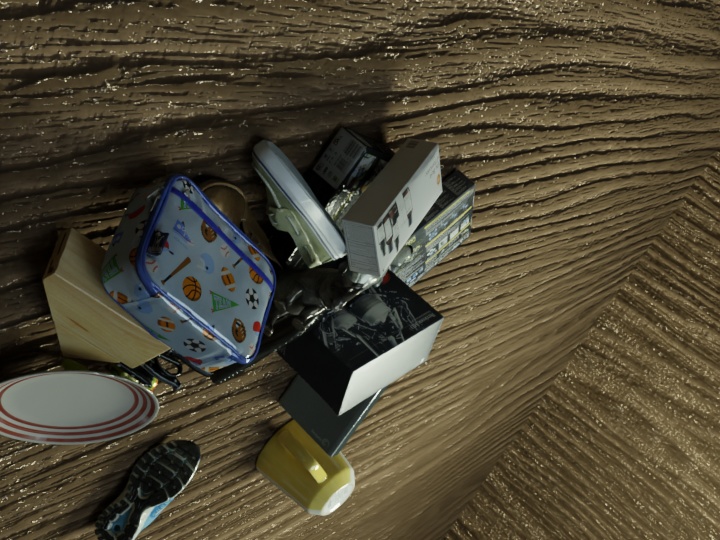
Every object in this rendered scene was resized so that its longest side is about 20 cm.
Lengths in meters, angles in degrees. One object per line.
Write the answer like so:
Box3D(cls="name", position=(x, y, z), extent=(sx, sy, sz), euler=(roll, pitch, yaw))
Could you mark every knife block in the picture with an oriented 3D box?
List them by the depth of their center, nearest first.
Box3D(cls="knife block", position=(-0.232, 0.050, 0.968), extent=(0.200, 0.175, 0.064), euler=(99, -4, -50))

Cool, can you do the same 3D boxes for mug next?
Box3D(cls="mug", position=(-0.100, 0.373, 1.681), extent=(0.150, 0.153, 0.186), euler=(-55, 155, 16))

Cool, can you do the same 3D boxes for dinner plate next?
Box3D(cls="dinner plate", position=(-0.331, 0.151, 1.030), extent=(0.199, 0.024, 0.200), euler=(-7, 150, -4))

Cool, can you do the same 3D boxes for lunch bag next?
Box3D(cls="lunch bag", position=(-0.175, -0.001, 0.960), extent=(0.200, 0.075, 0.161), euler=(50, 40, -36))

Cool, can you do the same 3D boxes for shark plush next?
Box3D(cls="shark plush", position=(0.000, 0.000, 1.317), extent=(0.091, 0.083, 0.200), euler=(42, 64, -41))

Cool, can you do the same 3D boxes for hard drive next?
Box3D(cls="hard drive", position=(-0.037, 0.194, 1.534), extent=(0.200, 0.140, 0.033), euler=(-56, 155, 16))

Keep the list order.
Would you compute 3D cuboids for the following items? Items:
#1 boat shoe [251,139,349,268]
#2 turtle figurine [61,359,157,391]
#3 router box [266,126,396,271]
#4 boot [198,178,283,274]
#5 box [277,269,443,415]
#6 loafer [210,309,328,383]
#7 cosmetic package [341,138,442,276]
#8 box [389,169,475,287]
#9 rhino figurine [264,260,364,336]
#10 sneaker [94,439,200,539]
Box3D(cls="boat shoe", position=(-0.081, -0.072, 1.101), extent=(0.062, 0.072, 0.200), euler=(-33, 130, 4))
Box3D(cls="turtle figurine", position=(-0.294, 0.130, 1.106), extent=(0.200, 0.064, 0.161), euler=(-46, 155, 0))
Box3D(cls="router box", position=(-0.033, -0.087, 1.231), extent=(0.200, 0.051, 0.149), euler=(-54, 157, 13))
Box3D(cls="boot", position=(-0.144, -0.044, 1.086), extent=(0.074, 0.075, 0.200), euler=(-44, 154, -4))
Box3D(cls="box", position=(-0.013, 0.085, 1.363), extent=(0.200, 0.182, 0.104), euler=(-28, 149, -38))
Box3D(cls="loafer", position=(-0.135, 0.081, 1.238), extent=(0.200, 0.071, 0.073), euler=(-32, 176, 9))
Box3D(cls="cosmetic package", position=(0.047, -0.086, 1.185), extent=(0.200, 0.050, 0.083), euler=(-54, 147, -41))
Box3D(cls="box", position=(0.106, -0.054, 1.515), extent=(0.200, 0.049, 0.161), euler=(-40, 156, -18))
Box3D(cls="rhino figurine", position=(-0.066, 0.030, 1.133), extent=(0.087, 0.200, 0.060), euler=(-50, 116, -35))
Box3D(cls="sneaker", position=(-0.320, 0.332, 1.384), extent=(0.200, 0.078, 0.090), euler=(-46, 175, 2))
